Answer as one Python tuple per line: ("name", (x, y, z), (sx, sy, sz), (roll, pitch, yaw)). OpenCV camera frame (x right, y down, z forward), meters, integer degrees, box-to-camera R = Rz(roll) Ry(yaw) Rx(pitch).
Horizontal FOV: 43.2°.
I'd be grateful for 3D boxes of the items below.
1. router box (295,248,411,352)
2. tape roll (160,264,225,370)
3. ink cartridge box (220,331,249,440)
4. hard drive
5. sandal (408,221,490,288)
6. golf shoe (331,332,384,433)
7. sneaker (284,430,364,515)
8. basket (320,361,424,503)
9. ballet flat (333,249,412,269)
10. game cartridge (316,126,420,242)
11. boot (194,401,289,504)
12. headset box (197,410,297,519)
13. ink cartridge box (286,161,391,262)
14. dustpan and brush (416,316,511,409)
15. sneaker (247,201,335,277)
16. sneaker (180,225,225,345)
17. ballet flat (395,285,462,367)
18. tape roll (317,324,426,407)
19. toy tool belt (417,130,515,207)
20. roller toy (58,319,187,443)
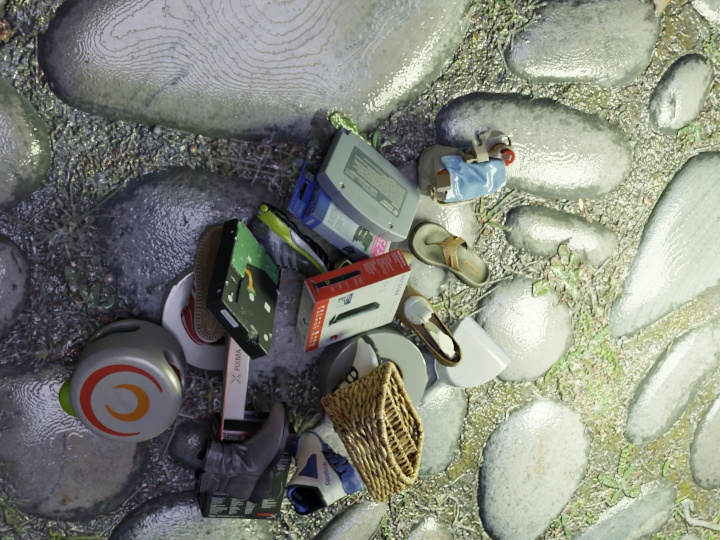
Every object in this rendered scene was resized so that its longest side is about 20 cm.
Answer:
("router box", (-0.017, 0.055, 1.592), (0.179, 0.049, 0.200), (-19, 155, -18))
("tape roll", (-0.252, 0.078, 1.610), (0.202, 0.037, 0.203), (-6, 109, -17))
("ink cartridge box", (-0.209, 0.160, 1.533), (0.043, 0.174, 0.200), (4, 106, -11))
("hard drive", (-0.186, 0.027, 1.471), (0.038, 0.200, 0.140), (-19, 130, 20))
("sandal", (0.175, -0.028, 1.699), (0.200, 0.055, 0.082), (35, 69, -25))
("golf shoe", (-0.008, 0.212, 1.642), (0.094, 0.078, 0.200), (-5, 107, -17))
("sneaker", (-0.091, 0.355, 1.581), (0.115, 0.199, 0.081), (-30, 113, -22))
("basket", (0.045, 0.285, 1.573), (0.149, 0.143, 0.200), (-27, 123, -7))
("ballet flat", (0.000, 0.000, 1.653), (0.200, 0.071, 0.065), (-30, 118, -9))
("game cartridge", (0.015, -0.144, 1.595), (0.200, 0.042, 0.133), (38, 58, -24))
("boot", (-0.210, 0.314, 1.600), (0.131, 0.070, 0.200), (18, 95, -18))
("headset box", (-0.209, 0.355, 1.689), (0.148, 0.075, 0.200), (7, 104, -21))
("ink cartridge box", (-0.028, -0.099, 1.595), (0.200, 0.042, 0.119), (34, 53, -22))
("dustpan and brush", (0.182, 0.202, 1.794), (0.140, 0.057, 0.200), (44, 83, -13))
("sneaker", (-0.120, -0.027, 1.597), (0.200, 0.074, 0.081), (45, 102, -4))
("sneaker", (-0.259, 0.029, 1.545), (0.071, 0.112, 0.200), (10, 72, -19))
("ballet flat", (0.128, 0.104, 1.706), (0.068, 0.072, 0.200), (-38, 101, -10))
("tape roll", (0.022, 0.201, 1.726), (0.200, 0.066, 0.201), (-6, 109, -18))
("toy tool belt", (0.209, -0.179, 1.640), (0.200, 0.123, 0.125), (-16, 111, -14))
("roller toy", (-0.385, 0.183, 1.535), (0.200, 0.140, 0.183), (27, 110, -15))
